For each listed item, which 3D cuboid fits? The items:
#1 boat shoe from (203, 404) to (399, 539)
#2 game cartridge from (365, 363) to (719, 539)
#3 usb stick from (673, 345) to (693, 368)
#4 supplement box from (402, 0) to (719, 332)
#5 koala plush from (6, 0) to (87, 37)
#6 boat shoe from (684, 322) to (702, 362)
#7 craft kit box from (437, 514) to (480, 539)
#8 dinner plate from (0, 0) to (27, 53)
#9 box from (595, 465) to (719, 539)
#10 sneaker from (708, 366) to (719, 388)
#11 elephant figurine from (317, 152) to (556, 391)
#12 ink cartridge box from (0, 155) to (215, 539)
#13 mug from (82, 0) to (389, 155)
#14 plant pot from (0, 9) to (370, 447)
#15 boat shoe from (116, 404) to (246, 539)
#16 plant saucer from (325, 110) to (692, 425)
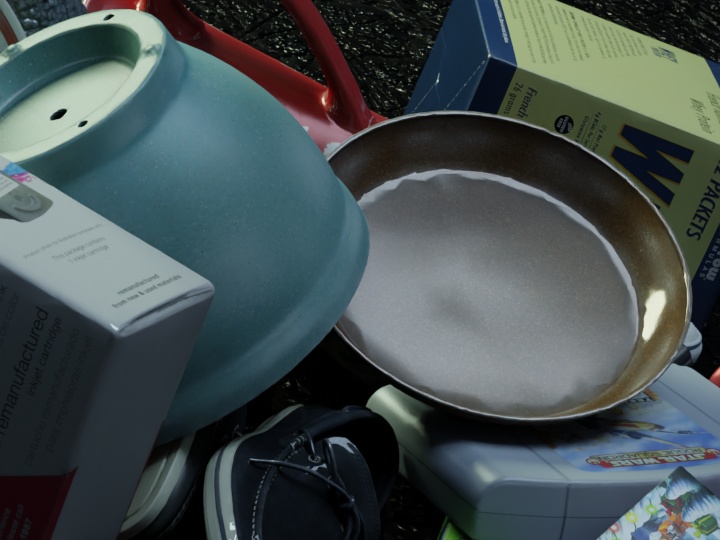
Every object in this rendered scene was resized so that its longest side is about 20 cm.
[{"bbox_3d":[-0.025,0.104,1.181,0.062,0.075,0.200,-7,11,14],"label":"boat shoe"},{"bbox_3d":[0.118,0.088,1.285,0.199,0.042,0.133,-2,18,-29],"label":"game cartridge"},{"bbox_3d":[0.138,0.072,1.497,0.055,0.033,0.200,6,14,21],"label":"usb stick"},{"bbox_3d":[0.141,-0.077,1.729,0.199,0.135,0.200,20,21,-10],"label":"supplement box"},{"bbox_3d":[-0.253,-0.112,1.315,0.183,0.178,0.200,21,27,23],"label":"koala plush"},{"bbox_3d":[0.125,-0.010,1.615,0.201,0.086,0.075,23,20,-1],"label":"boat shoe"},{"bbox_3d":[0.123,0.170,1.239,0.197,0.049,0.200,27,20,2],"label":"craft kit box"},{"bbox_3d":[-0.230,-0.061,1.233,0.199,0.202,0.024,4,-2,-43],"label":"dinner plate"},{"bbox_3d":[0.166,0.190,1.125,0.200,0.040,0.137,41,50,17],"label":"box"},{"bbox_3d":[0.263,0.081,1.426,0.112,0.072,0.199,32,12,38],"label":"sneaker"},{"bbox_3d":[0.000,0.000,1.392,0.199,0.155,0.142,20,61,3],"label":"elephant figurine"},{"bbox_3d":[-0.180,0.028,1.101,0.199,0.148,0.086,29,25,16],"label":"ink cartridge box"},{"bbox_3d":[-0.077,-0.079,1.469,0.199,0.178,0.134,25,58,-9],"label":"mug"},{"bbox_3d":[-0.113,-0.031,1.192,0.135,0.199,0.201,62,0,-31],"label":"plant pot"},{"bbox_3d":[-0.082,0.068,1.229,0.066,0.074,0.200,47,19,-26],"label":"boat shoe"},{"bbox_3d":[0.063,0.003,1.301,0.199,0.032,0.201,8,48,-8],"label":"plant saucer"}]
